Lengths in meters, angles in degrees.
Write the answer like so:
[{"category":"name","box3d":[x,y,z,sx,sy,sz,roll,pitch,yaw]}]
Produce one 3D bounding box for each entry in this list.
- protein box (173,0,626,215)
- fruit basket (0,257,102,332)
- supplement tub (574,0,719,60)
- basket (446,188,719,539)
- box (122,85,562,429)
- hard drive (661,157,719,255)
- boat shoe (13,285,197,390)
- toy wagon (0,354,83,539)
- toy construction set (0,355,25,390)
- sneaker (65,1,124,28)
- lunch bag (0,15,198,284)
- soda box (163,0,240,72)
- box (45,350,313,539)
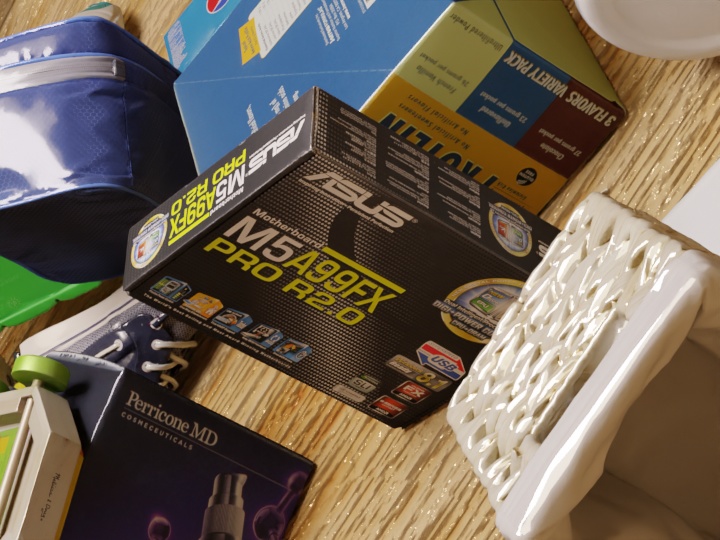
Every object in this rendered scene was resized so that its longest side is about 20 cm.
[{"category":"protein box","box3d":[0.015,-0.099,1.328,0.200,0.135,0.199,-49,34,21]},{"category":"fruit basket","box3d":[-0.269,-0.035,1.665,0.215,0.156,0.216,-23,31,15]},{"category":"supplement tub","box3d":[0.167,-0.221,1.212,0.122,0.122,0.201,-34,40,38]},{"category":"basket","box3d":[0.150,0.074,0.939,0.136,0.200,0.123,-56,25,8]},{"category":"box","box3d":[0.000,0.000,1.209,0.160,0.200,0.044,-33,42,38]},{"category":"hard drive","box3d":[0.210,-0.027,1.088,0.200,0.027,0.132,-49,33,21]},{"category":"boat shoe","box3d":[-0.134,0.057,1.505,0.200,0.075,0.093,-29,70,28]},{"category":"toy wagon","box3d":[-0.229,0.133,1.314,0.200,0.039,0.156,-15,53,51]},{"category":"toy construction set","box3d":[-0.286,0.141,1.625,0.131,0.092,0.201,-15,58,25]},{"category":"sneaker","box3d":[-0.253,-0.136,1.836,0.200,0.077,0.080,-43,16,20]},{"category":"lunch bag","box3d":[-0.174,-0.080,1.474,0.135,0.200,0.133,-11,73,17]},{"category":"soda box","box3d":[-0.048,-0.200,1.565,0.200,0.068,0.064,-48,33,23]},{"category":"box","box3d":[-0.143,0.167,1.338,0.104,0.148,0.201,7,72,57]}]
